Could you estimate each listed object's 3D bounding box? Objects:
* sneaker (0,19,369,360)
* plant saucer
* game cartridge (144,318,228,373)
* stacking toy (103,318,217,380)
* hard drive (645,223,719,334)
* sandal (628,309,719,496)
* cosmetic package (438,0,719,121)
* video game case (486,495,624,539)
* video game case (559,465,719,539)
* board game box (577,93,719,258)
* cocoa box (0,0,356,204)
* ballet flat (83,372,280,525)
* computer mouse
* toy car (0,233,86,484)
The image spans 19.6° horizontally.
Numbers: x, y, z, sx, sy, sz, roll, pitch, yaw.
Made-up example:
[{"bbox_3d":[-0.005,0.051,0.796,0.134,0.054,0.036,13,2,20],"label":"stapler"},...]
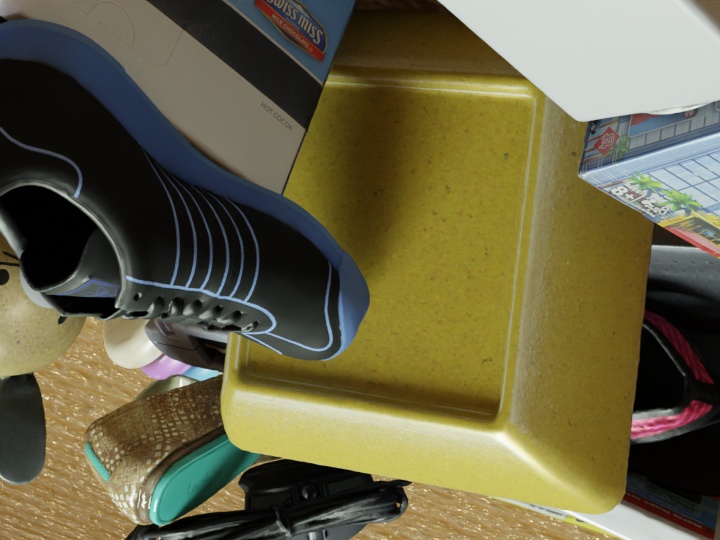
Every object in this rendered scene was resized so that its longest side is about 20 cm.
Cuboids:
[{"bbox_3d":[-0.077,-0.006,0.779,0.070,0.078,0.200,-11,141,43],"label":"sneaker"},{"bbox_3d":[0.020,-0.011,0.864,0.200,0.200,0.048,7,180,34],"label":"plant saucer"},{"bbox_3d":[0.000,0.000,0.991,0.200,0.133,0.040,9,144,47],"label":"game cartridge"},{"bbox_3d":[-0.052,0.054,1.256,0.200,0.085,0.085,28,158,-28],"label":"stacking toy"},{"bbox_3d":[0.160,0.009,0.987,0.200,0.042,0.135,2,151,43],"label":"hard drive"},{"bbox_3d":[0.116,0.048,0.958,0.200,0.075,0.045,19,169,17],"label":"sandal"},{"bbox_3d":[0.059,-0.136,0.712,0.200,0.074,0.102,36,155,-35],"label":"cosmetic package"},{"bbox_3d":[0.100,0.114,1.097,0.181,0.026,0.200,19,176,-18],"label":"video game case"},{"bbox_3d":[0.114,0.079,1.023,0.143,0.017,0.200,24,-164,6],"label":"video game case"},{"bbox_3d":[0.219,-0.047,0.752,0.200,0.062,0.200,27,151,-21],"label":"board game box"},{"bbox_3d":[-0.118,-0.122,0.825,0.200,0.131,0.133,37,151,-32],"label":"cocoa box"},{"bbox_3d":[-0.060,0.065,1.043,0.065,0.200,0.071,34,121,26],"label":"ballet flat"},{"bbox_3d":[-0.051,0.132,1.071,0.140,0.046,0.200,-12,-178,-8],"label":"computer mouse"},{"bbox_3d":[-0.168,-0.001,1.064,0.158,0.200,0.164,-4,147,48],"label":"toy car"}]
